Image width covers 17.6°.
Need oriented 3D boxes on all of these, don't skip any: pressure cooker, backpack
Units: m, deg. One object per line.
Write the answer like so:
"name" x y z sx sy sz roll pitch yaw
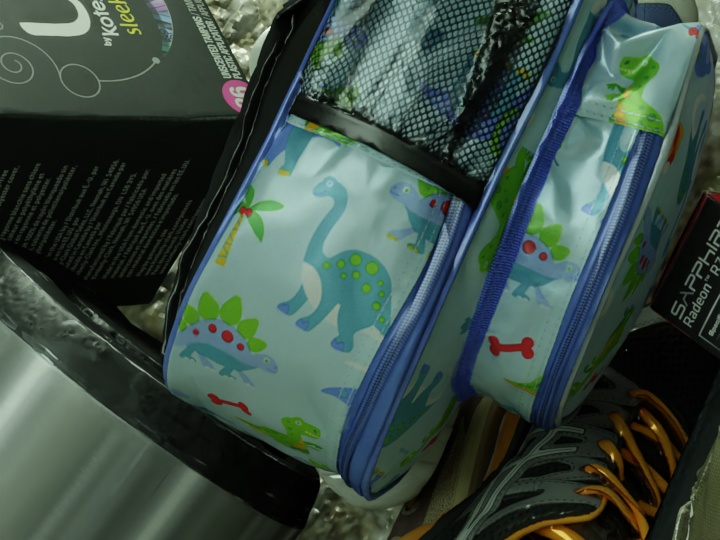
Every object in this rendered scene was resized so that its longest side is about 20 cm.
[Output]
"pressure cooker" -0.134 0.111 0.902 0.179 0.176 0.200 37 91 26
"backpack" 0.028 -0.022 0.776 0.147 0.183 0.200 28 89 9

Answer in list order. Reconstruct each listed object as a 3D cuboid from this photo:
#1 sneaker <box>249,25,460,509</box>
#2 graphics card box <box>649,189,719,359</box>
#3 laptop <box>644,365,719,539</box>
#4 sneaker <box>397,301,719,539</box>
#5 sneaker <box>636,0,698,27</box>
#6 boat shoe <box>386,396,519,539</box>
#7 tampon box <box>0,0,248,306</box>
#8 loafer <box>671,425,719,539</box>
"sneaker" 0.000 0.000 0.909 0.076 0.081 0.200 -4 68 -5
"graphics card box" 0.207 0.045 0.774 0.200 0.125 0.051 37 110 33
"laptop" 0.180 0.132 0.704 0.187 0.200 0.116 18 40 32
"sneaker" 0.078 0.086 0.822 0.200 0.078 0.077 -48 18 -25
"sneaker" 0.045 -0.116 0.935 0.200 0.075 0.088 34 81 24
"boat shoe" 0.030 0.134 0.879 0.072 0.072 0.200 -2 69 60
"tampon box" -0.173 -0.074 0.959 0.126 0.200 0.150 -56 50 38
"loafer" 0.117 0.073 0.655 0.075 0.070 0.200 8 68 29
